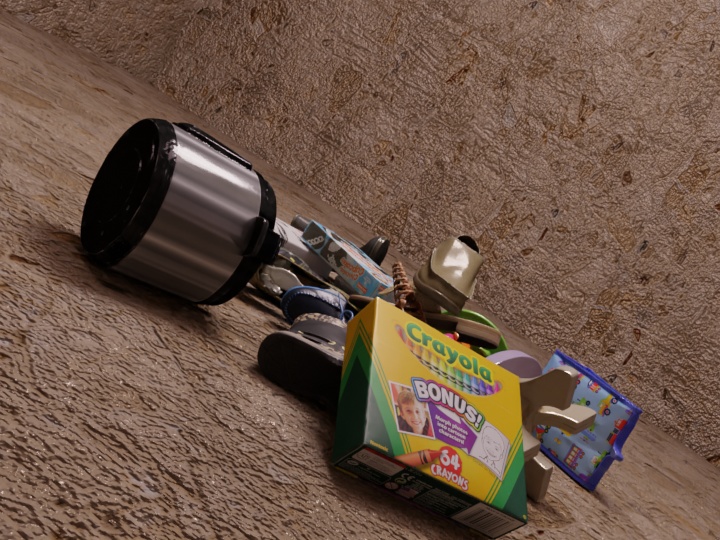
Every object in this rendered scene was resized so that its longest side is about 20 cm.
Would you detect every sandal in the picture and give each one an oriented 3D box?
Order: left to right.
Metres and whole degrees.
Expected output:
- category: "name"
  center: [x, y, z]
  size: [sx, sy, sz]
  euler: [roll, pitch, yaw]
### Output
- category: "sandal"
  center: [0.093, 0.042, 1.115]
  size: [0.210, 0.070, 0.078]
  euler: [17, -15, 9]

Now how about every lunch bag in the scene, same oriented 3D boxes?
- category: "lunch bag"
  center: [0.361, 0.248, 1.343]
  size: [0.094, 0.151, 0.200]
  euler: [28, 8, -28]

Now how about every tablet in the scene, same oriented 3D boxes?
- category: "tablet"
  center: [0.006, 0.066, 1.339]
  size: [0.130, 0.014, 0.200]
  euler: [36, -12, 3]

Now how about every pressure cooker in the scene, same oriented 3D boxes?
- category: "pressure cooker"
  center: [-0.192, -0.056, 0.932]
  size: [0.199, 0.179, 0.177]
  euler: [27, 32, -37]

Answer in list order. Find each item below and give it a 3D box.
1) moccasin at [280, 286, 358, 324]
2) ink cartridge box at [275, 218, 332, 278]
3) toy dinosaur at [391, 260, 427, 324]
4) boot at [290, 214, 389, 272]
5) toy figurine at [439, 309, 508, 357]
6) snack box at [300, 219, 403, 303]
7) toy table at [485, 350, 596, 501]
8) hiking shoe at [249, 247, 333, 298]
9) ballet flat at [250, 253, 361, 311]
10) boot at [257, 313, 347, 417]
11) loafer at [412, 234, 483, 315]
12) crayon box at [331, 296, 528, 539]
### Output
- category: "moccasin"
  center: [-0.016, 0.086, 1.106]
  size: [0.199, 0.081, 0.068]
  euler: [29, 11, -17]
- category: "ink cartridge box"
  center: [-0.159, -0.042, 1.325]
  size: [0.199, 0.085, 0.146]
  euler: [28, 9, -36]
- category: "toy dinosaur"
  center: [0.055, 0.095, 1.012]
  size: [0.101, 0.202, 0.136]
  euler: [27, -26, -16]
- category: "boot"
  center: [-0.051, -0.054, 1.664]
  size: [0.200, 0.182, 0.072]
  euler: [41, 45, 12]
- category: "toy figurine"
  center: [0.132, 0.169, 1.147]
  size: [0.201, 0.150, 0.184]
  euler: [57, 23, 2]
- category: "snack box"
  center: [0.000, 0.000, 1.280]
  size: [0.116, 0.037, 0.200]
  euler: [28, 10, -46]
- category: "toy table"
  center: [0.203, 0.188, 1.046]
  size: [0.199, 0.186, 0.117]
  euler: [-24, 37, -36]
- category: "hiking shoe"
  center: [-0.082, 0.028, 1.217]
  size: [0.199, 0.076, 0.100]
  euler: [27, 6, -45]
- category: "ballet flat"
  center: [-0.074, 0.034, 1.148]
  size: [0.199, 0.071, 0.071]
  euler: [33, 6, -18]
- category: "boot"
  center: [-0.013, 0.116, 0.933]
  size: [0.198, 0.074, 0.151]
  euler: [26, 10, 1]
- category: "loafer"
  center: [0.117, -0.004, 1.063]
  size: [0.076, 0.068, 0.200]
  euler: [33, 18, -5]
- category: "crayon box"
  center: [0.074, 0.146, 0.818]
  size: [0.199, 0.058, 0.174]
  euler: [30, 42, -22]
